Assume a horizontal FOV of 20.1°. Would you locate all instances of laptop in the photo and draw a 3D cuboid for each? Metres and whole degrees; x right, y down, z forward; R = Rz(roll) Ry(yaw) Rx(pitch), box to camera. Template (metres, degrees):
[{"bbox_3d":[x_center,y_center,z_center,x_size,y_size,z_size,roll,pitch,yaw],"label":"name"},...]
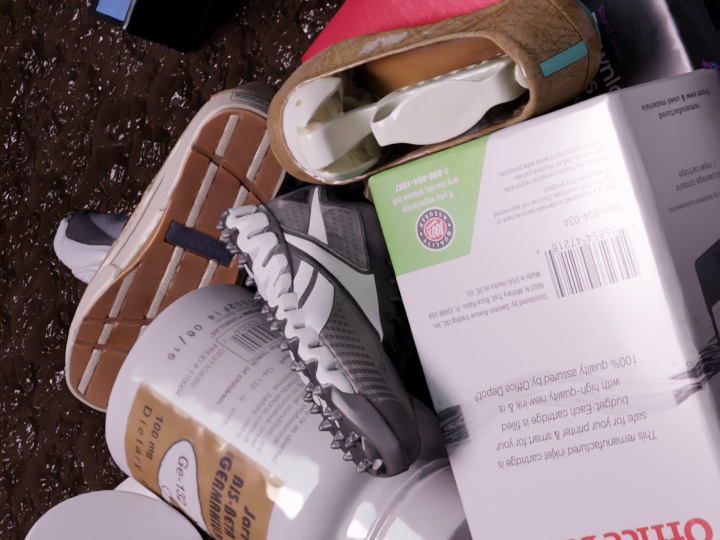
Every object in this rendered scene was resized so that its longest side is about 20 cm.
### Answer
[{"bbox_3d":[-0.124,-0.233,1.240,0.103,0.200,0.179,21,95,10],"label":"laptop"}]

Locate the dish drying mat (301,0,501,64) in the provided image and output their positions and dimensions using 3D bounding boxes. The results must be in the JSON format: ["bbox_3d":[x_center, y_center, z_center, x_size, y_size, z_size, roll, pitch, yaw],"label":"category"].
[{"bbox_3d":[0.046,-0.132,0.932,0.077,0.018,0.200,52,132,10],"label":"dish drying mat"}]

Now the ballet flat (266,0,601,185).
[{"bbox_3d":[0.017,-0.073,0.921,0.199,0.072,0.068,-12,110,38],"label":"ballet flat"}]

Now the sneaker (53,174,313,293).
[{"bbox_3d":[-0.092,-0.029,1.168,0.199,0.075,0.115,21,92,42],"label":"sneaker"}]

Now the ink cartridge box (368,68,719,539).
[{"bbox_3d":[0.104,0.032,0.882,0.145,0.084,0.202,-16,90,43],"label":"ink cartridge box"}]

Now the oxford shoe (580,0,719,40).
[{"bbox_3d":[0.131,-0.118,0.972,0.199,0.057,0.076,-15,69,45],"label":"oxford shoe"}]

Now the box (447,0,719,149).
[{"bbox_3d":[0.098,-0.037,0.953,0.199,0.036,0.144,-31,77,40],"label":"box"}]

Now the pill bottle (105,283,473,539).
[{"bbox_3d":[-0.021,0.099,1.003,0.199,0.114,0.115,31,101,31],"label":"pill bottle"}]

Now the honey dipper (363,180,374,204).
[{"bbox_3d":[0.000,0.000,1.091,0.038,0.038,0.202,0,81,46],"label":"honey dipper"}]

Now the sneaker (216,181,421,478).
[{"bbox_3d":[0.001,0.014,0.949,0.090,0.067,0.200,-27,38,-3],"label":"sneaker"}]

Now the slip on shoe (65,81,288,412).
[{"bbox_3d":[-0.095,-0.013,1.083,0.061,0.076,0.201,-86,21,-65],"label":"slip on shoe"}]

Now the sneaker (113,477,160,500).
[{"bbox_3d":[-0.175,0.191,1.172,0.200,0.088,0.075,-53,45,20],"label":"sneaker"}]

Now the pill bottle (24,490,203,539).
[{"bbox_3d":[-0.133,0.212,1.045,0.201,0.113,0.114,104,149,-45],"label":"pill bottle"}]
